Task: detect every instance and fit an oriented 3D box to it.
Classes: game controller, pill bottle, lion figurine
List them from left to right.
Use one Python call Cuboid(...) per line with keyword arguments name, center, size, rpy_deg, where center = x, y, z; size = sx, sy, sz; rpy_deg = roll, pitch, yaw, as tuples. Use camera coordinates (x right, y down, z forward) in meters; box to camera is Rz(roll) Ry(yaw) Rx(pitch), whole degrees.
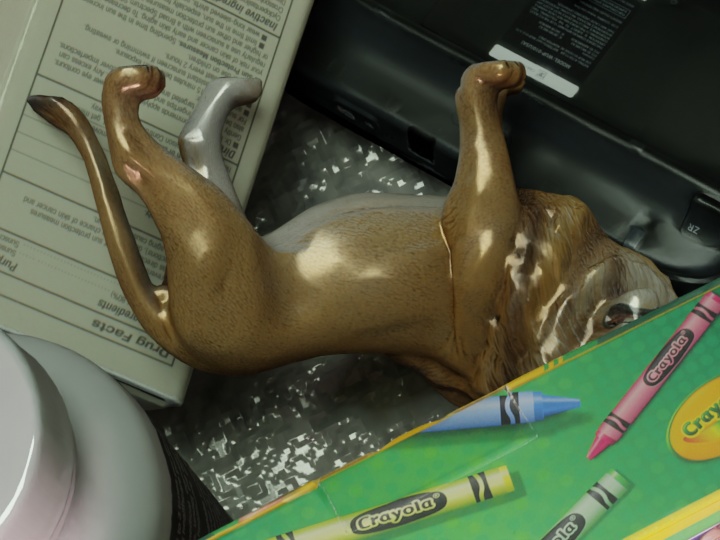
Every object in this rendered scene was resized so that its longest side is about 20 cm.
Cuboid(name="pill bottle", center=(-0.097, 0.085, 0.769), size=(0.110, 0.200, 0.111), rpy_deg=(-5, 65, 11))
Cuboid(name="lion figurine", center=(0.000, 0.000, 0.816), size=(0.199, 0.072, 0.123), rpy_deg=(-1, 89, -2))
Cuboid(name="game controller", center=(0.063, -0.067, 0.890), size=(0.200, 0.042, 0.104), rpy_deg=(31, 63, 24))

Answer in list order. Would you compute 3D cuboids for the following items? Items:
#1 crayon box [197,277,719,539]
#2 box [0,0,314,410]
Cuboid(name="crayon box", center=(0.031, 0.093, 0.730), size=(0.199, 0.119, 0.058), rpy_deg=(-26, 59, -10))
Cuboid(name="box", center=(-0.080, -0.062, 0.869), size=(0.095, 0.078, 0.201), rpy_deg=(25, 74, -24))
